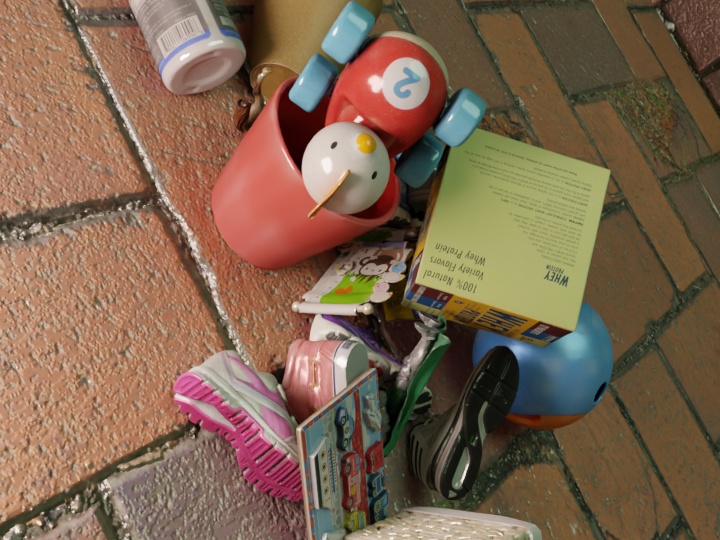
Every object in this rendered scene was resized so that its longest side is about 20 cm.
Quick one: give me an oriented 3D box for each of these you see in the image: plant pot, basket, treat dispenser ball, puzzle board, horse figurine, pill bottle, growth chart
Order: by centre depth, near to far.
[{"bbox_3d":[0.085,0.335,0.966,0.122,0.198,0.138,-5,88,-40],"label":"basket"},{"bbox_3d":[-0.013,0.229,1.007,0.150,0.017,0.204,-32,123,-53],"label":"puzzle board"},{"bbox_3d":[-0.078,-0.104,1.126,0.199,0.176,0.203,26,47,-32],"label":"plant pot"},{"bbox_3d":[-0.233,-0.339,1.173,0.113,0.113,0.203,-12,73,-50],"label":"pill bottle"},{"bbox_3d":[0.000,0.000,1.180,0.201,0.142,0.018,-55,130,-48],"label":"growth chart"},{"bbox_3d":[-0.096,-0.204,1.241,0.197,0.133,0.050,-1,51,-36],"label":"horse figurine"},{"bbox_3d":[-0.080,-0.332,1.307,0.185,0.185,0.203,34,57,-27],"label":"plant pot"},{"bbox_3d":[0.259,0.124,1.317,0.199,0.200,0.204,27,46,-32],"label":"treat dispenser ball"}]

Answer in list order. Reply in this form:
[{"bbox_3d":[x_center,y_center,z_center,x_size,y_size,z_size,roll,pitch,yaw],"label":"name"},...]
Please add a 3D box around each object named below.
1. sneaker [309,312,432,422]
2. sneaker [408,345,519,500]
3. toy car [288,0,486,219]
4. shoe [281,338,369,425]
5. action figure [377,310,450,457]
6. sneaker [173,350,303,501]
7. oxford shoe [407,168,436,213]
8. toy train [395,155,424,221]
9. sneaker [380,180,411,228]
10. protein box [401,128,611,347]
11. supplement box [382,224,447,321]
[{"bbox_3d":[0.018,0.115,1.165,0.200,0.080,0.084,44,23,-24],"label":"sneaker"},{"bbox_3d":[0.118,0.180,1.172,0.075,0.115,0.203,36,75,-31],"label":"sneaker"},{"bbox_3d":[0.002,-0.135,0.970,0.183,0.177,0.202,34,55,-11],"label":"toy car"},{"bbox_3d":[-0.038,0.178,1.064,0.071,0.090,0.204,-13,104,-58],"label":"shoe"},{"bbox_3d":[0.045,0.149,1.088,0.054,0.203,0.118,24,17,4],"label":"action figure"},{"bbox_3d":[-0.103,0.161,0.990,0.201,0.081,0.088,49,40,-11],"label":"sneaker"},{"bbox_3d":[0.113,-0.110,1.295,0.199,0.074,0.059,14,66,-67],"label":"oxford shoe"},{"bbox_3d":[0.058,-0.168,1.402,0.201,0.086,0.114,55,30,-3],"label":"toy train"},{"bbox_3d":[0.030,-0.103,1.246,0.077,0.200,0.091,3,89,-11],"label":"sneaker"},{"bbox_3d":[0.173,-0.037,1.124,0.195,0.135,0.203,16,76,-1],"label":"protein box"},{"bbox_3d":[0.121,-0.010,1.309,0.199,0.107,0.112,-25,107,-53],"label":"supplement box"}]
